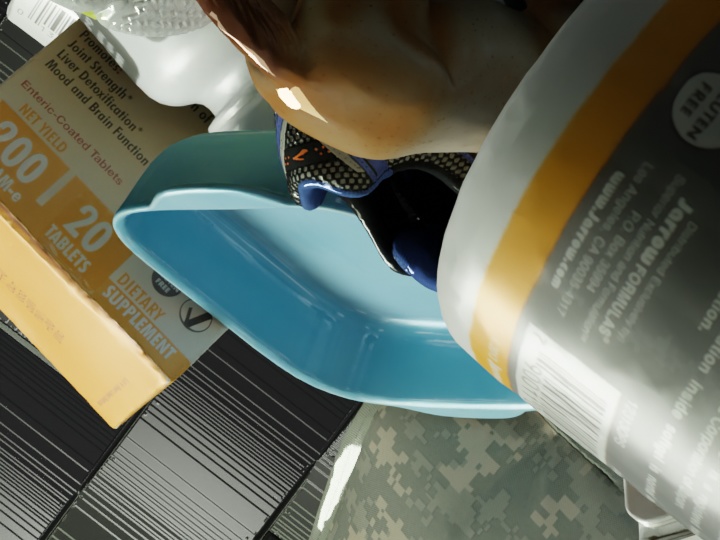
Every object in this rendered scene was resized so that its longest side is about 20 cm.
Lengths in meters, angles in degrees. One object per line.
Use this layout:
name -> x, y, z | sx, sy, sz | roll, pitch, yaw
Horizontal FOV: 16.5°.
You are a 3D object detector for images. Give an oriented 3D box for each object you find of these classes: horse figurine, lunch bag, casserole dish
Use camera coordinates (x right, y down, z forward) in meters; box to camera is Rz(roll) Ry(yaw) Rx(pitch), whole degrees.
horse figurine -> 0.021, -0.071, 0.680 | 0.200, 0.050, 0.133 | 10, -127, -33
lunch bag -> 0.066, 0.129, 0.997 | 0.117, 0.200, 0.164 | -17, -129, -39
casserole dish -> 0.000, 0.000, 0.872 | 0.121, 0.039, 0.200 | 0, 155, 32

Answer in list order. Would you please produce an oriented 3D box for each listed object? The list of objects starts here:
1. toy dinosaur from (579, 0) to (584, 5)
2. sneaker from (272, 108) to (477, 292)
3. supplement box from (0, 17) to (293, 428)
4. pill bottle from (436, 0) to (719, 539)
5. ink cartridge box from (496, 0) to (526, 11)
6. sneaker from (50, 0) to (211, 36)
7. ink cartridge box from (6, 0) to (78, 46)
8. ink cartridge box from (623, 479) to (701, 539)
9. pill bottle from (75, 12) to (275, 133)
toy dinosaur -> 0.086, -0.062, 0.648 | 0.200, 0.047, 0.088 | 37, -159, -11
sneaker -> 0.039, -0.024, 0.777 | 0.200, 0.079, 0.075 | 25, 151, -38
supplement box -> -0.063, -0.054, 0.969 | 0.126, 0.200, 0.074 | 46, 151, -3
pill bottle -> 0.122, 0.024, 0.486 | 0.200, 0.117, 0.116 | 38, -176, 18
ink cartridge box -> 0.098, -0.021, 0.896 | 0.200, 0.043, 0.199 | 41, 152, 45
sneaker -> -0.045, -0.129, 0.769 | 0.200, 0.076, 0.105 | 7, -129, -45
ink cartridge box -> -0.036, -0.137, 1.084 | 0.161, 0.200, 0.050 | 37, 150, -7
ink cartridge box -> 0.165, 0.063, 0.762 | 0.200, 0.083, 0.147 | 43, -146, -36
pill bottle -> -0.063, -0.133, 0.890 | 0.200, 0.114, 0.114 | 50, -176, -1
